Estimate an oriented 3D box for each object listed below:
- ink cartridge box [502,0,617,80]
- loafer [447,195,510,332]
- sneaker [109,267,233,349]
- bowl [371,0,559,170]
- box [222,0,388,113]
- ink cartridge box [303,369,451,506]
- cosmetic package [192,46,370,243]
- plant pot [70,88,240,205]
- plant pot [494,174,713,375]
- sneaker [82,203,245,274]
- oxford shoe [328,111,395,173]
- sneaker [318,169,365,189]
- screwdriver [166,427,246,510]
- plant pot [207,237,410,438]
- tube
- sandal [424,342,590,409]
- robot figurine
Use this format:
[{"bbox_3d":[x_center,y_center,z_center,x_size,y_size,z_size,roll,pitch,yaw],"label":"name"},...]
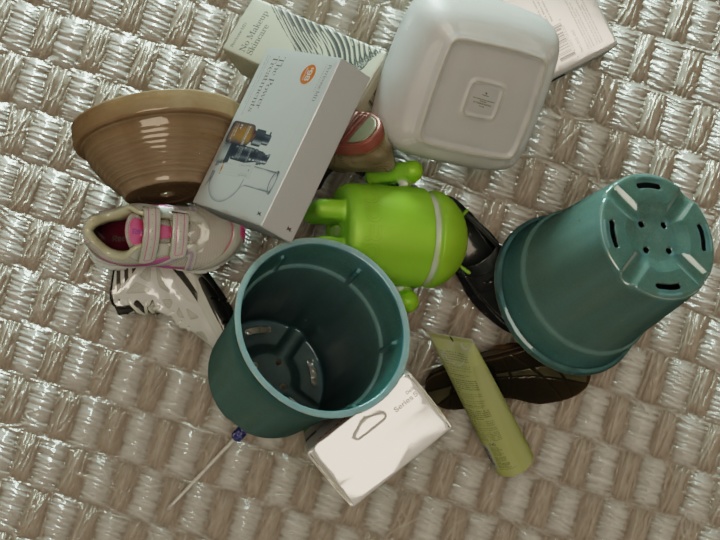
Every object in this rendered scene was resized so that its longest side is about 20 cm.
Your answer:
[{"bbox_3d":[0.186,-0.287,1.722,0.199,0.084,0.145,-27,90,-2],"label":"ink cartridge box"},{"bbox_3d":[0.147,-0.004,1.722,0.068,0.070,0.201,-37,90,-2],"label":"loafer"},{"bbox_3d":[-0.228,0.044,1.717,0.115,0.076,0.201,-33,82,6],"label":"sneaker"},{"bbox_3d":[0.127,-0.207,1.621,0.199,0.075,0.201,11,113,-22],"label":"bowl"},{"bbox_3d":[-0.058,-0.244,1.680,0.199,0.068,0.082,25,80,25],"label":"box"},{"bbox_3d":[0.014,0.182,1.647,0.145,0.200,0.084,-39,94,-2],"label":"ink cartridge box"},{"bbox_3d":[-0.089,-0.142,1.563,0.052,0.151,0.201,29,84,-39],"label":"cosmetic package"},{"bbox_3d":[-0.230,-0.130,1.642,0.200,0.201,0.093,-7,77,-2],"label":"plant pot"},{"bbox_3d":[0.285,-0.005,1.623,0.199,0.196,0.201,9,66,-20],"label":"plant pot"},{"bbox_3d":[-0.233,-0.037,1.643,0.199,0.088,0.082,-6,83,9],"label":"sneaker"},{"bbox_3d":[-0.049,-0.142,1.648,0.199,0.075,0.071,13,59,38],"label":"oxford shoe"},{"bbox_3d":[0.006,-0.164,1.726,0.199,0.076,0.088,-25,94,7],"label":"sneaker"},{"bbox_3d":[-0.165,0.217,1.724,0.028,0.029,0.200,44,83,0],"label":"screwdriver"},{"bbox_3d":[-0.074,0.091,1.585,0.199,0.196,0.201,8,67,-20],"label":"plant pot"},{"bbox_3d":[0.147,0.155,1.689,0.058,0.052,0.201,-21,115,17],"label":"tube"},{"bbox_3d":[0.178,0.124,1.730,0.199,0.055,0.082,-12,116,13],"label":"sandal"},{"bbox_3d":[0.034,-0.039,1.637,0.199,0.116,0.176,3,82,-18],"label":"robot figurine"}]
